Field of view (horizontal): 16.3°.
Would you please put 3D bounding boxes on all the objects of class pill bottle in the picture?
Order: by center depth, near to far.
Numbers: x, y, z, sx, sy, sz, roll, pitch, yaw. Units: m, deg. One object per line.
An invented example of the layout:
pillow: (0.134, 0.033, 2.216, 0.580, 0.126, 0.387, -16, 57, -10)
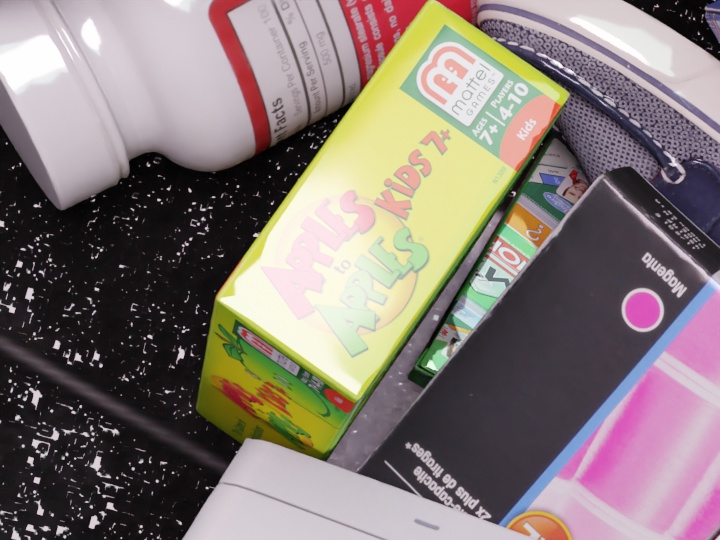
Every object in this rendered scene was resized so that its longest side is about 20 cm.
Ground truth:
pill bottle: (-0.030, -0.103, 0.813, 0.200, 0.112, 0.112, -29, 83, -10)

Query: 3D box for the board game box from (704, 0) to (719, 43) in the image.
board game box: (0.228, -0.022, 0.760, 0.200, 0.062, 0.200, -24, 108, -15)

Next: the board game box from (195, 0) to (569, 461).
board game box: (0.000, 0.000, 0.750, 0.048, 0.200, 0.102, 34, 78, 2)

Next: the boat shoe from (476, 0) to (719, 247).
boat shoe: (0.101, -0.005, 0.785, 0.200, 0.075, 0.093, 36, 81, -10)

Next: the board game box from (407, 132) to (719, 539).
board game box: (0.135, 0.029, 0.845, 0.200, 0.029, 0.135, 31, 79, 1)

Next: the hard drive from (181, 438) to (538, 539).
hard drive: (-0.021, 0.146, 0.694, 0.132, 0.027, 0.200, 19, 55, 20)

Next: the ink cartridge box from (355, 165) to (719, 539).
ink cartridge box: (0.051, 0.073, 0.765, 0.095, 0.037, 0.200, 43, 112, 13)
